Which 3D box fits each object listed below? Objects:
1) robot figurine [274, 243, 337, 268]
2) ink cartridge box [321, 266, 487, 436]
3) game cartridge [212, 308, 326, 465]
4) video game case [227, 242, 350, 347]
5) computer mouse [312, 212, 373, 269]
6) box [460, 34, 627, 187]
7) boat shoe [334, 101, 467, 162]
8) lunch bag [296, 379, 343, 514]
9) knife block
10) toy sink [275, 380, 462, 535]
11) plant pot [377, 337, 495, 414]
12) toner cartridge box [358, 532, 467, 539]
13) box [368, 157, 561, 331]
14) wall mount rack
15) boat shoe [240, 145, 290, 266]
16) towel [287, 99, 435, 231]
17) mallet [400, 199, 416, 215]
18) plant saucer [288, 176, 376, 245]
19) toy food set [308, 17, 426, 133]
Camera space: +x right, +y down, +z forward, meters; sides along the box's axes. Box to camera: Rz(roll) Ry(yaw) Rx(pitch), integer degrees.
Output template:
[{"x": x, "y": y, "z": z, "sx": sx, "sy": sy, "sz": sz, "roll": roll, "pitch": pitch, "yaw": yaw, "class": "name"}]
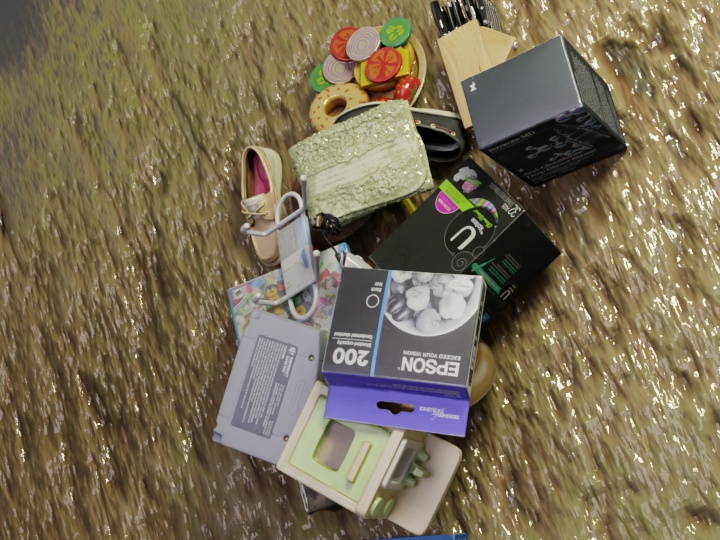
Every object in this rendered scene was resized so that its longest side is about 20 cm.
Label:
[{"x": -0.119, "y": 0.028, "z": 1.728, "sx": 0.199, "sy": 0.058, "sz": 0.145, "roll": -34, "pitch": 26, "yaw": 12, "class": "robot figurine"}, {"x": 0.052, "y": 0.099, "z": 1.427, "sx": 0.197, "sy": 0.043, "sz": 0.201, "roll": 4, "pitch": 74, "yaw": 22, "class": "ink cartridge box"}, {"x": -0.123, "y": 0.167, "z": 1.594, "sx": 0.132, "sy": 0.041, "sz": 0.201, "roll": 17, "pitch": 88, "yaw": 23, "class": "game cartridge"}, {"x": -0.093, "y": 0.059, "z": 1.638, "sx": 0.199, "sy": 0.018, "sz": 0.144, "roll": -21, "pitch": 66, "yaw": 14, "class": "video game case"}, {"x": 0.000, "y": 0.000, "z": 1.565, "sx": 0.044, "sy": 0.110, "sz": 0.201, "roll": -33, "pitch": 92, "yaw": -6, "class": "computer mouse"}, {"x": 0.250, "y": -0.208, "z": 1.507, "sx": 0.148, "sy": 0.200, "sz": 0.108, "roll": -22, "pitch": 69, "yaw": 25, "class": "box"}, {"x": 0.057, "y": -0.201, "z": 1.654, "sx": 0.200, "sy": 0.074, "sz": 0.063, "roll": 5, "pitch": 44, "yaw": 6, "class": "boat shoe"}, {"x": -0.021, "y": 0.231, "z": 1.620, "sx": 0.163, "sy": 0.117, "sz": 0.201, "roll": -26, "pitch": 72, "yaw": 20, "class": "lunch bag"}, {"x": 0.153, "y": -0.317, "z": 1.668, "sx": 0.175, "sy": 0.064, "sz": 0.201, "roll": 26, "pitch": 94, "yaw": 32, "class": "knife block"}, {"x": 0.012, "y": 0.249, "z": 1.477, "sx": 0.199, "sy": 0.112, "sz": 0.131, "roll": 26, "pitch": 88, "yaw": 23, "class": "toy sink"}, {"x": 0.088, "y": 0.125, "z": 1.552, "sx": 0.199, "sy": 0.200, "sz": 0.028, "roll": 25, "pitch": 136, "yaw": 32, "class": "plant pot"}, {"x": 0.056, "y": 0.424, "z": 1.577, "sx": 0.199, "sy": 0.043, "sz": 0.096, "roll": -12, "pitch": 75, "yaw": 28, "class": "toner cartridge box"}, {"x": 0.142, "y": -0.021, "z": 1.541, "sx": 0.200, "sy": 0.124, "sz": 0.149, "roll": -44, "pitch": 45, "yaw": 6, "class": "box"}, {"x": -0.097, "y": -0.037, "z": 1.594, "sx": 0.173, "sy": 0.074, "sz": 0.201, "roll": -32, "pitch": 60, "yaw": 41, "class": "wall mount rack"}, {"x": -0.163, "y": -0.106, "z": 1.804, "sx": 0.073, "sy": 0.069, "sz": 0.201, "roll": -17, "pitch": 71, "yaw": 26, "class": "boat shoe"}, {"x": -0.001, "y": -0.153, "z": 1.624, "sx": 0.199, "sy": 0.036, "sz": 0.149, "roll": -21, "pitch": 83, "yaw": 17, "class": "towel"}, {"x": 0.075, "y": -0.076, "z": 1.680, "sx": 0.066, "sy": 0.041, "sz": 0.201, "roll": -34, "pitch": 69, "yaw": 19, "class": "mallet"}, {"x": -0.040, "y": -0.133, "z": 1.716, "sx": 0.200, "sy": 0.037, "sz": 0.201, "roll": -24, "pitch": 46, "yaw": 27, "class": "plant saucer"}, {"x": 0.009, "y": -0.300, "z": 1.741, "sx": 0.199, "sy": 0.049, "sz": 0.199, "roll": -12, "pitch": 64, "yaw": 25, "class": "toy food set"}]
